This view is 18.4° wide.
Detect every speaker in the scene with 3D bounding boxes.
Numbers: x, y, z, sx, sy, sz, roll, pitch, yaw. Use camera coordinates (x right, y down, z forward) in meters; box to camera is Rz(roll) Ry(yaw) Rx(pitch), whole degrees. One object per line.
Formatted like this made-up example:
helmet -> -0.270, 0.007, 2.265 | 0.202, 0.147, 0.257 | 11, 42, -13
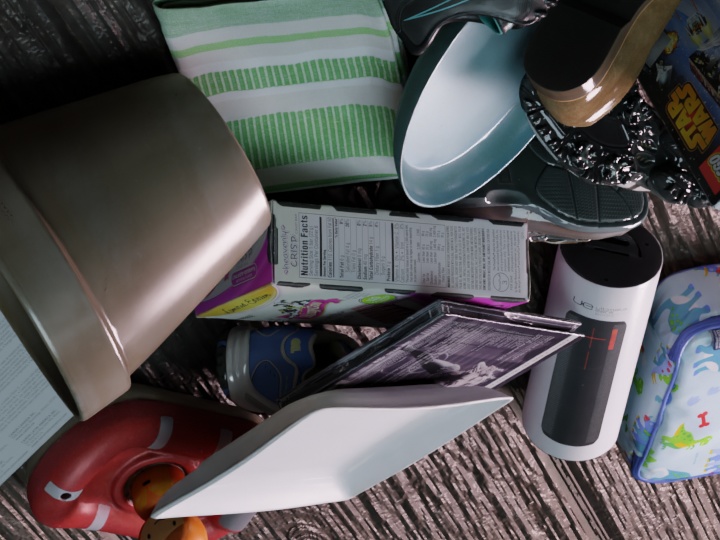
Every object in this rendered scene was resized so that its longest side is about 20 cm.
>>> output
speaker -> 0.177, 0.052, 1.714 | 0.081, 0.081, 0.201 | -8, 137, -15

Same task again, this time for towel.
towel -> -0.038, -0.117, 1.452 | 0.152, 0.024, 0.200 | -6, 146, 8

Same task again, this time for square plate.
square plate -> -0.022, 0.126, 1.597 | 0.199, 0.029, 0.198 | 0, 154, -44

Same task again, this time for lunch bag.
lunch bag -> 0.295, 0.080, 1.794 | 0.160, 0.083, 0.201 | -7, 137, -20

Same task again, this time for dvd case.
dvd case -> 0.053, 0.068, 1.586 | 0.148, 0.016, 0.200 | -33, 157, 27

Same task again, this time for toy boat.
toy boat -> -0.150, 0.171, 1.660 | 0.199, 0.131, 0.131 | 15, 127, -34

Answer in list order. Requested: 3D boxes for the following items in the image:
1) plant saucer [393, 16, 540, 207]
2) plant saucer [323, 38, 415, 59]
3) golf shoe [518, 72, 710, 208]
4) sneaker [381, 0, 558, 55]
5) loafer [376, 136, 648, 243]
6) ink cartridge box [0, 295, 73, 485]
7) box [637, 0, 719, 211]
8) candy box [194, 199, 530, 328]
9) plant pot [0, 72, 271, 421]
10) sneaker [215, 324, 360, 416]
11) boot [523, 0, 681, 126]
plant saucer -> 0.086, -0.132, 1.465 | 0.200, 0.027, 0.201 | -39, 153, -24
plant saucer -> 0.026, -0.201, 1.418 | 0.199, 0.036, 0.201 | -12, 137, -11
golf shoe -> 0.166, -0.095, 1.541 | 0.199, 0.094, 0.078 | 25, 89, -39
sneaker -> 0.105, -0.188, 1.351 | 0.199, 0.080, 0.075 | -14, 177, -1
loafer -> 0.107, -0.056, 1.592 | 0.199, 0.072, 0.063 | 8, 152, -21
ink cartridge box -> -0.290, 0.061, 1.562 | 0.200, 0.050, 0.162 | 32, 117, -32
box -> 0.244, -0.149, 1.439 | 0.040, 0.201, 0.137 | 19, 125, -39
candy box -> 0.000, 0.000, 1.551 | 0.199, 0.061, 0.136 | 5, 167, -26
plant pot -> -0.159, -0.034, 1.421 | 0.173, 0.200, 0.200 | -34, 140, -11
sneaker -> -0.024, 0.089, 1.644 | 0.077, 0.076, 0.200 | -11, 160, 29
boot -> 0.179, -0.180, 1.441 | 0.200, 0.073, 0.076 | -51, 152, -10
